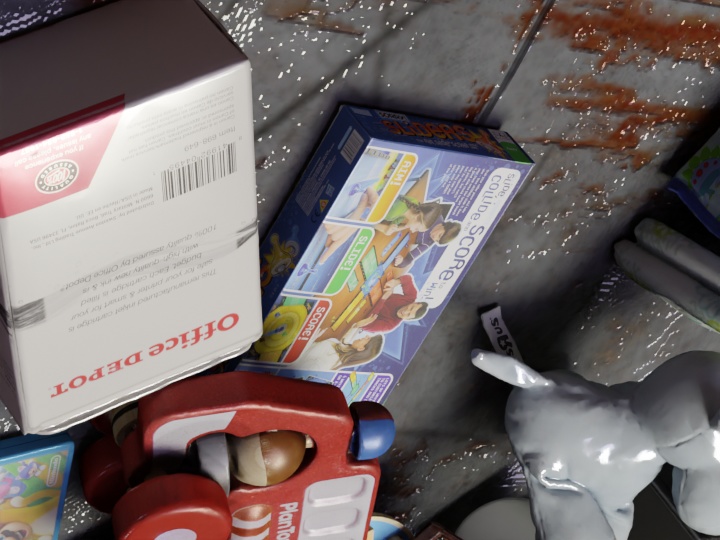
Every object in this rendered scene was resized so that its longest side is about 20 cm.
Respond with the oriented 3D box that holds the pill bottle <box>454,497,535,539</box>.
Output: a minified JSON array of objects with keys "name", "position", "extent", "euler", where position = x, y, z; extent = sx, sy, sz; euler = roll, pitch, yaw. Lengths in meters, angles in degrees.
[{"name":"pill bottle","position":[0.124,0.244,1.734],"extent":[0.113,0.113,0.200],"euler":[-34,143,-6]}]

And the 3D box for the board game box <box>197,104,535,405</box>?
[{"name":"board game box","position":[0.000,0.000,1.444],"extent":[0.135,0.034,0.200],"euler":[7,124,-43]}]

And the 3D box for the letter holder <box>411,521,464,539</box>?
[{"name":"letter holder","position":[0.068,0.288,1.578],"extent":[0.101,0.142,0.201],"euler":[-39,144,-35]}]

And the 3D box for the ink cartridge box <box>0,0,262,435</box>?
[{"name":"ink cartridge box","position":[-0.131,-0.029,1.265],"extent":[0.145,0.085,0.201],"euler":[-22,137,-21]}]

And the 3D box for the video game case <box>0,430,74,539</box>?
[{"name":"video game case","position":[-0.264,0.166,1.407],"extent":[0.199,0.018,0.143],"euler":[-12,136,-31]}]

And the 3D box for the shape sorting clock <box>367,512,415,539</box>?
[{"name":"shape sorting clock","position":[-0.033,0.241,1.566],"extent":[0.200,0.039,0.201],"euler":[-26,131,-34]}]

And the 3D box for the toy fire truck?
[{"name":"toy fire truck","position":[-0.068,0.118,1.403],"extent":[0.167,0.112,0.200],"euler":[-8,145,-14]}]

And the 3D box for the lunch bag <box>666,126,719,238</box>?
[{"name":"lunch bag","position":[0.323,-0.058,1.582],"extent":[0.200,0.128,0.170],"euler":[28,107,-41]}]

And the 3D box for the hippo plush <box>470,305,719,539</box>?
[{"name":"hippo plush","position":[0.181,0.098,1.572],"extent":[0.160,0.159,0.201],"euler":[-14,105,13]}]

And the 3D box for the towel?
[{"name":"towel","position":[0.272,0.044,1.589],"extent":[0.171,0.200,0.048],"euler":[26,96,-49]}]

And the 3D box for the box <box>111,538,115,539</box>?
[{"name":"box","position":[-0.122,0.220,1.542],"extent":[0.200,0.046,0.159],"euler":[-32,143,-21]}]

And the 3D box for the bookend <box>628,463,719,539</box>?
[{"name":"bookend","position":[0.282,0.203,1.754],"extent":[0.199,0.199,0.092],"euler":[-3,132,-37]}]
